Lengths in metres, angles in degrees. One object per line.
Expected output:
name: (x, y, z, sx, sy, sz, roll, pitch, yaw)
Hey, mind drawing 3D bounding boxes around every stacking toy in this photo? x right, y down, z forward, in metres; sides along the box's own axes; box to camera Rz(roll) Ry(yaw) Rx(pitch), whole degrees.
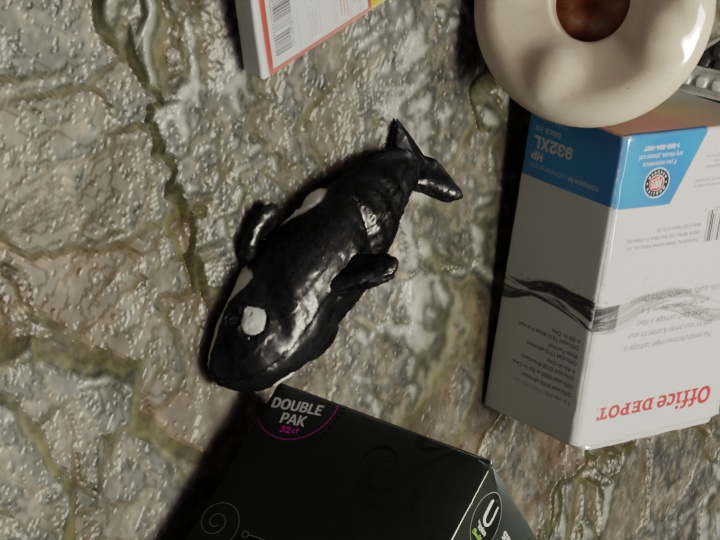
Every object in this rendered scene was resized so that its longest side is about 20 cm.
stacking toy: (0.165, -0.148, 1.704, 0.200, 0.146, 0.146, 14, 91, -68)

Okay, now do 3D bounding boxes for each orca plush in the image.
orca plush: (0.000, 0.000, 1.566, 0.200, 0.071, 0.105, -35, 127, -40)

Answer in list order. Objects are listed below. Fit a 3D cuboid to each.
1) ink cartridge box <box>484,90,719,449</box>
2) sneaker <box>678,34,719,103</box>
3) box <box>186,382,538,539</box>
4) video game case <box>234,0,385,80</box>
ink cartridge box: (0.166, -0.003, 1.744, 0.145, 0.084, 0.200, -8, 113, -44)
sneaker: (0.230, -0.061, 1.846, 0.081, 0.075, 0.200, -2, 111, -59)
box: (-0.016, 0.190, 1.534, 0.200, 0.148, 0.124, -59, 149, -19)
video game case: (0.007, -0.207, 1.508, 0.200, 0.017, 0.143, -35, 139, -29)
